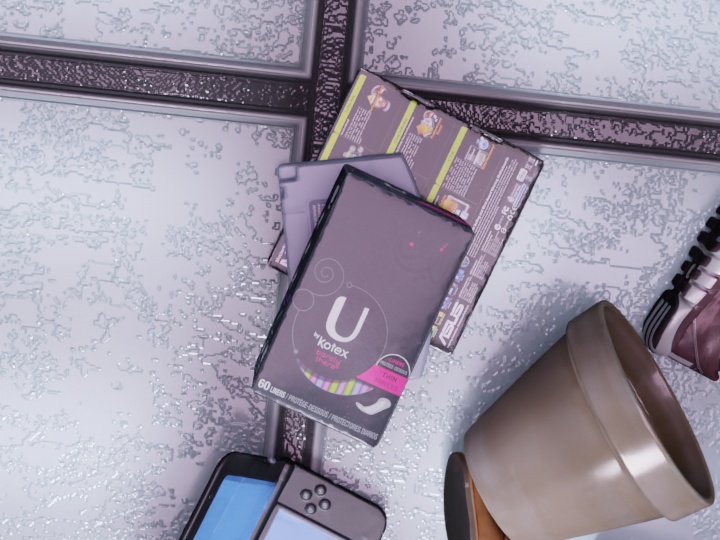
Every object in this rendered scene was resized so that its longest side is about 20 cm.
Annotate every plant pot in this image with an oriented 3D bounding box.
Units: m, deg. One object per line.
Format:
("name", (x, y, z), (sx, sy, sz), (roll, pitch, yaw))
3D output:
("plant pot", (0.194, 0.157, 1.438), (0.172, 0.200, 0.201), (-32, 96, 16))

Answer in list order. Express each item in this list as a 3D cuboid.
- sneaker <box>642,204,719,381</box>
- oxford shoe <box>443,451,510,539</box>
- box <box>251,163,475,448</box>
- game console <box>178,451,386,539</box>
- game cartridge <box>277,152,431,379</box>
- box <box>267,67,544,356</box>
("sneaker", (0.357, 0.013, 1.485), (0.115, 0.076, 0.201), (32, 103, -10))
("oxford shoe", (0.122, 0.257, 1.495), (0.070, 0.071, 0.203), (-16, 104, -13))
("box", (0.000, 0.027, 1.370), (0.121, 0.106, 0.202), (23, 96, -5))
("game console", (-0.088, 0.280, 1.457), (0.174, 0.116, 0.202), (28, 94, -4))
("game cartridge", (0.000, 0.000, 1.436), (0.131, 0.041, 0.203), (-4, 98, 3))
("box", (0.040, -0.053, 1.472), (0.191, 0.048, 0.202), (25, 94, -2))
